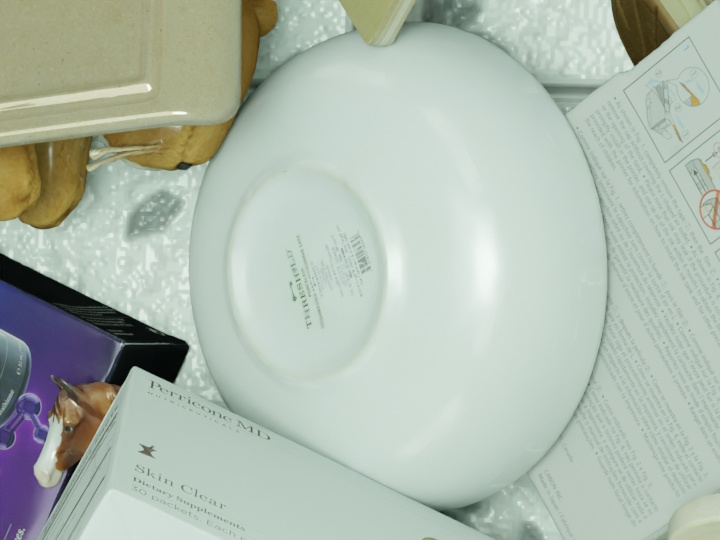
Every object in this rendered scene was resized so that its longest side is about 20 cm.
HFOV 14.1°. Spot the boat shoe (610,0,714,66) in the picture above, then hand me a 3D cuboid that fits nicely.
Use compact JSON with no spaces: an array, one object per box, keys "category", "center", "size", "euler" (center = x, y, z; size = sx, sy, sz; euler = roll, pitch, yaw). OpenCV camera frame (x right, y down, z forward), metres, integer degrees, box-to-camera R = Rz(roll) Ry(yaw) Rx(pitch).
[{"category":"boat shoe","center":[0.176,-0.048,1.133],"size":[0.072,0.072,0.200],"euler":[-26,72,-16]}]

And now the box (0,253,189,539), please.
[{"category":"box","center":[-0.183,0.093,1.241],"size":[0.141,0.079,0.200],"euler":[25,95,19]}]

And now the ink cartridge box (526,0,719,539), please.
[{"category":"ink cartridge box","center":[0.127,0.005,1.120],"size":[0.200,0.050,0.161],"euler":[-39,71,33]}]

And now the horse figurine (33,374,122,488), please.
[{"category":"horse figurine","center":[-0.049,0.129,1.192],"size":[0.200,0.050,0.133],"euler":[17,93,-8]}]

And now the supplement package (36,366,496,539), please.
[{"category":"supplement package","center":[-0.036,0.160,1.109],"size":[0.200,0.111,0.156],"euler":[26,109,-11]}]

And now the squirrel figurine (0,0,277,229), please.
[{"category":"squirrel figurine","center":[-0.132,-0.117,1.194],"size":[0.187,0.142,0.200],"euler":[-4,80,24]}]

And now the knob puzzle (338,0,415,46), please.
[{"category":"knob puzzle","center":[0.025,-0.218,1.146],"size":[0.220,0.030,0.220],"euler":[-16,70,54]}]

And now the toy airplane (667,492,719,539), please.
[{"category":"toy airplane","center":[0.236,0.084,1.030],"size":[0.200,0.141,0.199],"euler":[31,123,-2]}]

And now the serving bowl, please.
[{"category":"serving bowl","center":[0.000,0.000,1.153],"size":[0.200,0.066,0.200],"euler":[2,93,40]}]

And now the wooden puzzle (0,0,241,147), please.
[{"category":"wooden puzzle","center":[-0.144,-0.127,1.130],"size":[0.200,0.037,0.185],"euler":[-5,65,8]}]
